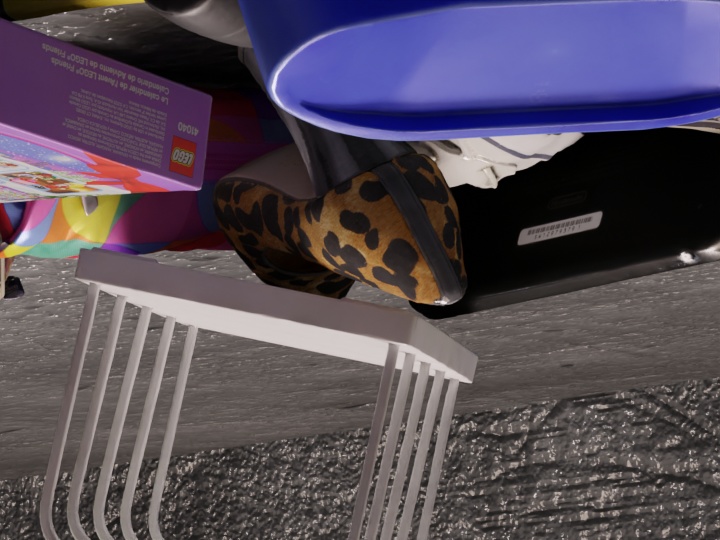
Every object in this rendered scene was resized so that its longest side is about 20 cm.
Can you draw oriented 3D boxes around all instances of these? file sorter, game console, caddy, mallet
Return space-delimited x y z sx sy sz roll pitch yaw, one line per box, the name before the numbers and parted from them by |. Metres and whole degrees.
file sorter | -0.041 0.073 1.257 0.138 0.125 0.200 12 176 10
game console | 0.141 -0.046 1.339 0.116 0.177 0.199 34 149 -32
caddy | 0.049 -0.113 0.775 0.199 0.105 0.142 -3 149 -16
mallet | -0.112 -0.094 1.070 0.199 0.041 0.066 -6 171 34

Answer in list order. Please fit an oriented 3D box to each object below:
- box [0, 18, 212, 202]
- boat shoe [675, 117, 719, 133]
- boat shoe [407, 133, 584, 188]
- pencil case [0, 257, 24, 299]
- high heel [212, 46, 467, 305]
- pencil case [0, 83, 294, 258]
box | -0.168 -0.064 1.058 0.136 0.039 0.200 -2 167 39
boat shoe | 0.175 -0.086 1.197 0.199 0.073 0.063 1 175 -13
boat shoe | 0.039 -0.066 1.214 0.066 0.072 0.200 -36 174 10
pencil case | -0.256 -0.016 1.381 0.199 0.078 0.089 -5 173 -7
high heel | 0.000 0.000 1.209 0.071 0.143 0.200 -27 151 -12
pencil case | -0.086 -0.044 1.284 0.199 0.089 0.088 -2 172 -40
